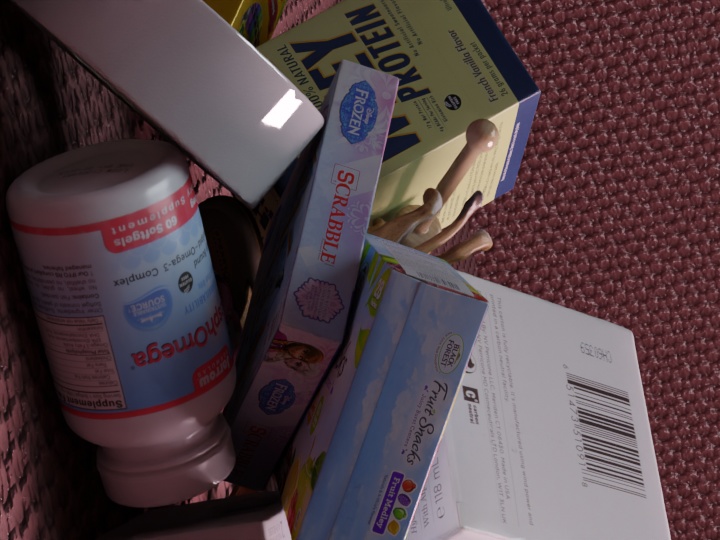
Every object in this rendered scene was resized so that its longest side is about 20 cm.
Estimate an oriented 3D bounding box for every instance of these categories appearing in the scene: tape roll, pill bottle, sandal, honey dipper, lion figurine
[{"bbox_3d":[-0.117,-0.126,1.325,0.202,0.071,0.202,40,-2,2],"label":"tape roll"},{"bbox_3d":[-0.134,0.032,1.309,0.109,0.108,0.201,-76,155,-66],"label":"pill bottle"},{"bbox_3d":[-0.092,0.040,1.661,0.054,0.081,0.201,-4,78,-58],"label":"sandal"},{"bbox_3d":[0.057,-0.052,1.559,0.200,0.038,0.038,126,-38,-62],"label":"honey dipper"},{"bbox_3d":[0.000,0.000,1.535,0.073,0.122,0.200,60,-30,6],"label":"lion figurine"}]

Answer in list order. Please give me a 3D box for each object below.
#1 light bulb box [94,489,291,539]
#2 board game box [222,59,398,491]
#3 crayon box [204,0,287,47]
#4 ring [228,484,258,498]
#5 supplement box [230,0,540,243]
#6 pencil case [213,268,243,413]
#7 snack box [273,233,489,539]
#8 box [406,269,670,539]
[{"bbox_3d":[-0.083,0.249,1.374,0.198,0.124,0.201,-11,91,-81],"label":"light bulb box"},{"bbox_3d":[-0.037,0.006,1.391,0.200,0.041,0.200,118,-14,-56],"label":"board game box"},{"bbox_3d":[-0.093,-0.204,1.650,0.127,0.051,0.201,91,19,-66],"label":"crayon box"},{"bbox_3d":[-0.070,0.207,1.571,0.200,0.019,0.202,15,90,-73],"label":"ring"},{"bbox_3d":[0.007,-0.102,1.657,0.135,0.199,0.200,58,-11,15],"label":"supplement box"},{"bbox_3d":[-0.105,0.072,1.538,0.087,0.082,0.200,-64,155,-24],"label":"pencil case"},{"bbox_3d":[0.008,0.073,1.322,0.200,0.067,0.170,-127,-124,-80],"label":"snack box"},{"bbox_3d":[0.088,0.128,1.491,0.199,0.131,0.200,18,51,-34],"label":"box"}]
